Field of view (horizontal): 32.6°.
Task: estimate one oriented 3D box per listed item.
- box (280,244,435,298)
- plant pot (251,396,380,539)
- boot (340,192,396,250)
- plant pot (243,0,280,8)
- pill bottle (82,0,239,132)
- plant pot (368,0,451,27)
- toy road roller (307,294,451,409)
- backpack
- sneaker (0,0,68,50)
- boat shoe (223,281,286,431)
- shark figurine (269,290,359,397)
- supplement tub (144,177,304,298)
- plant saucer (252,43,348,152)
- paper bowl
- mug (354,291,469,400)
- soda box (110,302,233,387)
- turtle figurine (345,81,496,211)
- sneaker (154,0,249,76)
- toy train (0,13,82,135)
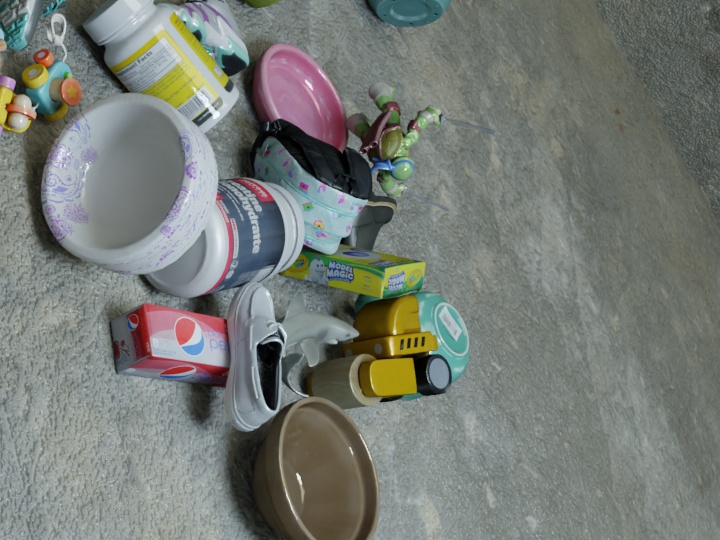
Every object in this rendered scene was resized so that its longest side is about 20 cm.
[{"bbox_3d":[0.000,0.000,1.736,0.117,0.199,0.049,-9,111,-58],"label":"box"},{"bbox_3d":[-0.069,0.265,1.532,0.201,0.093,0.201,34,45,-42],"label":"plant pot"},{"bbox_3d":[0.002,-0.049,1.913,0.200,0.077,0.139,8,83,-68],"label":"boot"},{"bbox_3d":[-0.175,-0.512,1.887,0.200,0.187,0.187,63,28,-32],"label":"plant pot"},{"bbox_3d":[-0.263,-0.274,1.617,0.200,0.114,0.114,51,34,-21],"label":"pill bottle"},{"bbox_3d":[0.091,-0.550,2.276,0.200,0.200,0.162,21,65,-48],"label":"plant pot"},{"bbox_3d":[0.023,0.112,1.711,0.200,0.123,0.147,-3,82,-47],"label":"toy road roller"},{"bbox_3d":[-0.066,-0.116,1.735,0.166,0.127,0.200,14,22,-27],"label":"backpack"},{"bbox_3d":[-0.395,-0.343,1.512,0.091,0.077,0.201,36,43,-44],"label":"sneaker"},{"bbox_3d":[-0.121,0.095,1.484,0.072,0.068,0.200,40,40,-35],"label":"boat shoe"},{"bbox_3d":[-0.087,0.074,1.587,0.128,0.090,0.214,21,21,12],"label":"shark figurine"},{"bbox_3d":[-0.176,-0.045,1.555,0.200,0.140,0.141,-13,79,-58],"label":"supplement tub"},{"bbox_3d":[-0.099,-0.252,1.905,0.200,0.051,0.201,34,43,-39],"label":"plant saucer"},{"bbox_3d":[-0.257,-0.095,1.417,0.104,0.200,0.201,35,39,-64],"label":"paper bowl"},{"bbox_3d":[0.085,0.106,1.859,0.185,0.114,0.153,17,54,-51],"label":"mug"},{"bbox_3d":[-0.204,0.094,1.487,0.200,0.063,0.070,14,56,-51],"label":"soda box"},{"bbox_3d":[0.072,-0.191,1.898,0.199,0.144,0.194,-12,45,-19],"label":"turtle figurine"},{"bbox_3d":[-0.244,-0.371,1.761,0.200,0.078,0.140,26,45,-58],"label":"sneaker"},{"bbox_3d":[-0.380,-0.230,1.406,0.200,0.055,0.151,-30,127,-61],"label":"toy train"}]
